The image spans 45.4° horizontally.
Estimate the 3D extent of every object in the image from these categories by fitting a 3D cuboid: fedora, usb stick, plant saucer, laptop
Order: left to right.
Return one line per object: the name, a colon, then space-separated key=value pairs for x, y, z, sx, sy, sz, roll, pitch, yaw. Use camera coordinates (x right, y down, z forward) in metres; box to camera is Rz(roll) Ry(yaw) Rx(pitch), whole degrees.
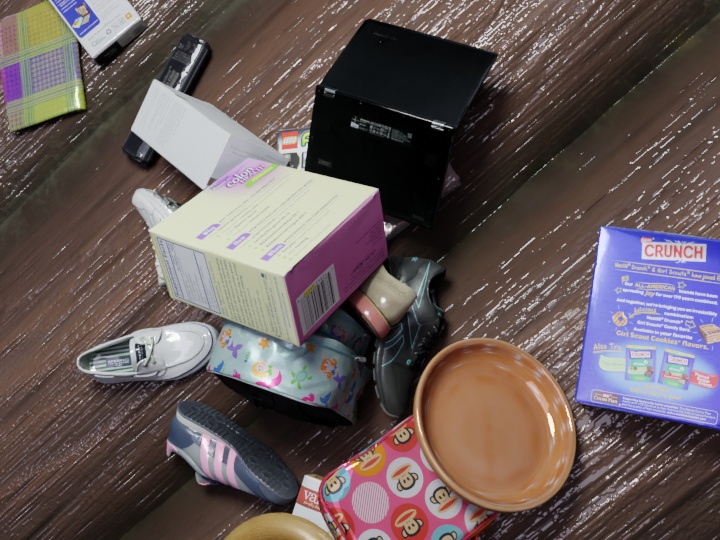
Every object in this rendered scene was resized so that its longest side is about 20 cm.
usb stick: x=-0.281 y=-0.246 z=1.243 sx=0.055 sy=0.033 sz=0.202 roll=28 pitch=90 yaw=27
fedora: x=-0.086 y=0.377 z=0.997 sx=0.198 sy=0.082 sz=0.204 roll=-4 pitch=81 yaw=24
laptop: x=0.046 y=-0.185 z=1.066 sx=0.185 sy=0.116 sz=0.203 roll=21 pitch=116 yaw=21
plant saucer: x=0.149 y=0.176 z=0.977 sx=0.197 sy=0.038 sz=0.203 roll=9 pitch=60 yaw=-16

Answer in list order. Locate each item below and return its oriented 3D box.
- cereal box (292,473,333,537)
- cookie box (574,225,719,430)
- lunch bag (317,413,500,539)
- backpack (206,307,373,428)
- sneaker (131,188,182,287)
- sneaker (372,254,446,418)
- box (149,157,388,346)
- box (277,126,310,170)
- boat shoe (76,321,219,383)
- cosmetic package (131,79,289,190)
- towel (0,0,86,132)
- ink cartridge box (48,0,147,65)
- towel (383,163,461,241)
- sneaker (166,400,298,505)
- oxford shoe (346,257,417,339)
cereal box: x=-0.032 y=0.368 z=1.045 sx=0.142 sy=0.039 sz=0.203 roll=15 pitch=85 yaw=20
cookie box: x=0.341 y=0.064 z=0.962 sx=0.169 sy=0.075 sz=0.203 roll=9 pitch=83 yaw=19
lunch bag: x=0.066 y=0.269 z=0.979 sx=0.198 sy=0.082 sz=0.177 roll=-30 pitch=72 yaw=-16
backpack: x=-0.081 y=0.104 z=1.025 sx=0.175 sy=0.200 sz=0.153 roll=15 pitch=85 yaw=20
sneaker: x=-0.258 y=-0.030 z=1.174 sx=0.200 sy=0.078 sz=0.100 roll=43 pitch=98 yaw=21
sneaker: x=0.061 y=0.079 z=1.051 sx=0.078 sy=0.075 sz=0.203 roll=2 pitch=81 yaw=16
box: x=-0.100 y=-0.029 z=0.972 sx=0.198 sy=0.098 sz=0.176 roll=17 pitch=44 yaw=31
box: x=-0.010 y=-0.132 z=1.100 sx=0.197 sy=0.035 sz=0.112 roll=-2 pitch=81 yaw=18
boat shoe: x=-0.288 y=0.117 z=1.159 sx=0.197 sy=0.067 sz=0.075 roll=-18 pitch=75 yaw=14
cosmetic package: x=-0.199 y=-0.165 z=1.126 sx=0.199 sy=0.112 sz=0.082 roll=35 pitch=102 yaw=37
towel: x=-0.492 y=-0.323 z=1.330 sx=0.142 sy=0.023 sz=0.203 roll=-14 pitch=77 yaw=14
ink cartridge box: x=-0.416 y=-0.414 z=1.299 sx=0.094 sy=0.037 sz=0.201 roll=-38 pitch=79 yaw=-1
towel: x=0.006 y=-0.129 z=1.129 sx=0.199 sy=0.032 sz=0.192 roll=-37 pitch=72 yaw=9
sneaker: x=-0.167 y=0.252 z=1.105 sx=0.199 sy=0.070 sz=0.083 roll=33 pitch=108 yaw=23
oxford shoe: x=0.000 y=0.000 z=1.046 sx=0.074 sy=0.071 sz=0.200 roll=-37 pitch=50 yaw=-4
